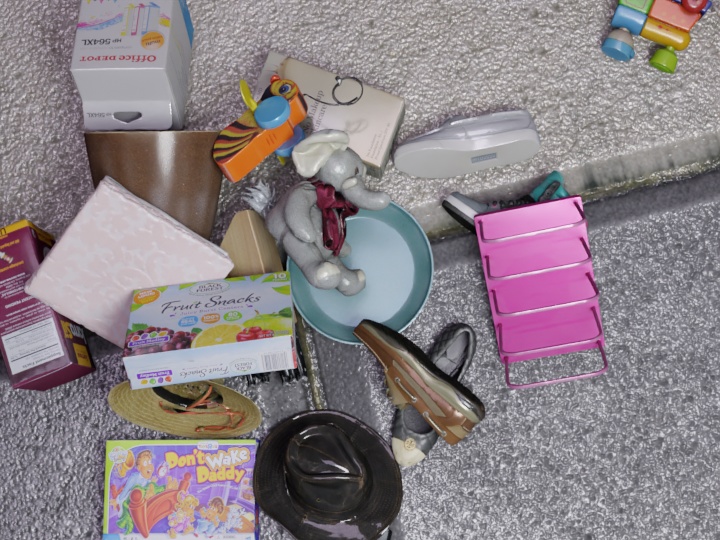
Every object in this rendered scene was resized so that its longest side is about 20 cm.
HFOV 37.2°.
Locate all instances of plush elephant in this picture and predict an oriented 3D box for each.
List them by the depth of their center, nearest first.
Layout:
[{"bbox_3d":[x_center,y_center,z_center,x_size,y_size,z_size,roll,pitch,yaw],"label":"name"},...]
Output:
[{"bbox_3d":[-0.036,-0.084,1.346,0.155,0.164,0.200,-46,70,7],"label":"plush elephant"}]

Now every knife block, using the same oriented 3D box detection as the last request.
[{"bbox_3d":[-0.120,0.046,1.392,0.174,0.064,0.202,29,99,16],"label":"knife block"}]

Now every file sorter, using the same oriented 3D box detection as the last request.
[{"bbox_3d":[0.226,0.029,1.328,0.137,0.126,0.203,-10,105,9],"label":"file sorter"}]

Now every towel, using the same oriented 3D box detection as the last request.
[{"bbox_3d":[-0.287,0.005,1.336,0.199,0.032,0.192,33,111,-20],"label":"towel"}]

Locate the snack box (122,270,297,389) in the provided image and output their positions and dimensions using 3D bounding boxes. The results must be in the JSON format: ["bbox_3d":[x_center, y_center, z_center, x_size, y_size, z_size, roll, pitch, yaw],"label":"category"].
[{"bbox_3d":[-0.177,0.069,1.282,0.196,0.143,0.054,-7,121,-2],"label":"snack box"}]

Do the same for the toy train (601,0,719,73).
[{"bbox_3d":[0.432,-0.318,1.448,0.197,0.085,0.117,24,93,6],"label":"toy train"}]

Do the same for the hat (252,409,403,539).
[{"bbox_3d":[-0.037,0.247,1.342,0.197,0.081,0.203,3,55,-4],"label":"hat"}]

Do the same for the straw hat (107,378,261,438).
[{"bbox_3d":[-0.217,0.138,1.361,0.197,0.202,0.086,2,60,3],"label":"straw hat"}]

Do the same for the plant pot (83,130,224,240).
[{"bbox_3d":[-0.264,-0.080,1.398,0.183,0.187,0.204,0,97,2],"label":"plant pot"}]

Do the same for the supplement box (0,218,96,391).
[{"bbox_3d":[-0.429,0.049,1.406,0.084,0.110,0.203,-21,81,-1],"label":"supplement box"}]

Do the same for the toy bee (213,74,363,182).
[{"bbox_3d":[-0.106,-0.196,1.371,0.197,0.132,0.109,-18,42,-18],"label":"toy bee"}]

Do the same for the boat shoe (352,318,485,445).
[{"bbox_3d":[0.063,0.141,1.348,0.199,0.075,0.074,39,99,21],"label":"boat shoe"}]

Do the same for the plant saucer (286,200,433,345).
[{"bbox_3d":[0.000,0.000,1.433,0.196,0.036,0.204,-1,80,3],"label":"plant saucer"}]

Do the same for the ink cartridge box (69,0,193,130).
[{"bbox_3d":[-0.300,-0.283,1.418,0.126,0.126,0.203,-1,60,1],"label":"ink cartridge box"}]

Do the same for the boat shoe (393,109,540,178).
[{"bbox_3d":[0.140,-0.179,1.444,0.197,0.072,0.069,-12,59,7],"label":"boat shoe"}]

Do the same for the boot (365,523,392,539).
[{"bbox_3d":[-0.059,0.402,1.353,0.162,0.066,0.203,16,84,-3],"label":"boot"}]

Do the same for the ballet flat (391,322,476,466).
[{"bbox_3d":[0.092,0.158,1.392,0.066,0.057,0.202,24,82,7],"label":"ballet flat"}]

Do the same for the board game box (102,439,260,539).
[{"bbox_3d":[-0.231,0.289,1.390,0.196,0.045,0.137,-1,80,2],"label":"board game box"}]

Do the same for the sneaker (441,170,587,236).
[{"bbox_3d":[0.217,-0.083,1.411,0.198,0.084,0.122,29,88,-1],"label":"sneaker"}]

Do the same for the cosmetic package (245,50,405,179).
[{"bbox_3d":[-0.046,-0.210,1.452,0.197,0.073,0.105,20,83,5],"label":"cosmetic package"}]
